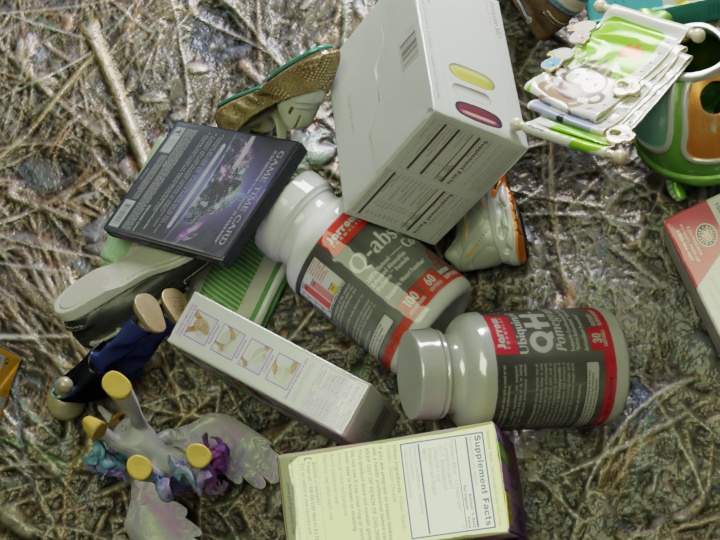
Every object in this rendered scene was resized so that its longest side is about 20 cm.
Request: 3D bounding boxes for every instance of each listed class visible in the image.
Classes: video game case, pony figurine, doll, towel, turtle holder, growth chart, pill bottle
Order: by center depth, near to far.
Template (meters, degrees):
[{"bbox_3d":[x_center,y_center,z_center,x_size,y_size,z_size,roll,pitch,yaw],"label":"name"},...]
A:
[{"bbox_3d":[0.223,-0.176,1.519,0.144,0.018,0.200,16,54,33],"label":"growth chart"},{"bbox_3d":[0.138,0.092,1.528,0.198,0.111,0.112,-2,71,-16],"label":"pill bottle"},{"bbox_3d":[0.324,-0.174,1.585,0.139,0.132,0.187,-3,47,19],"label":"turtle holder"},{"bbox_3d":[-0.185,0.183,1.586,0.193,0.200,0.167,39,78,4],"label":"pony figurine"},{"bbox_3d":[0.000,0.000,1.614,0.199,0.116,0.116,38,84,15],"label":"pill bottle"},{"bbox_3d":[-0.244,0.092,1.642,0.200,0.136,0.049,-41,73,33],"label":"doll"},{"bbox_3d":[-0.157,-0.080,1.653,0.199,0.019,0.144,14,65,45],"label":"video game case"},{"bbox_3d":[-0.157,-0.036,1.716,0.198,0.023,0.154,23,79,19],"label":"towel"}]

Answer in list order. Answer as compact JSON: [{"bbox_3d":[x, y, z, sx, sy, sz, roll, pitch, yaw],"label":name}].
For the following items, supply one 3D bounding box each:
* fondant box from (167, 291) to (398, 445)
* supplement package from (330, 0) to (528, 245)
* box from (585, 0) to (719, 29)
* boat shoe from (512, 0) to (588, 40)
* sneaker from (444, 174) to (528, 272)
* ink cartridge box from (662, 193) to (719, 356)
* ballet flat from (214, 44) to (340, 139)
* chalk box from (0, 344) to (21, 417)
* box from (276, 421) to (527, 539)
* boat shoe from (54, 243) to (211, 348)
[{"bbox_3d":[-0.071,0.104,1.589,0.199,0.144,0.059,26,81,18],"label":"fondant box"},{"bbox_3d":[0.060,-0.159,1.589,0.156,0.110,0.202,-46,38,39],"label":"supplement package"},{"bbox_3d":[0.323,-0.294,1.672,0.198,0.049,0.083,-11,72,9],"label":"box"},{"bbox_3d":[0.154,-0.315,1.698,0.073,0.072,0.201,-50,47,25],"label":"boat shoe"},{"bbox_3d":[0.102,-0.093,1.651,0.091,0.076,0.202,-15,70,12],"label":"sneaker"},{"bbox_3d":[0.403,-0.018,1.555,0.198,0.083,0.148,-25,70,4],"label":"ink cartridge box"},{"bbox_3d":[-0.077,-0.166,1.674,0.070,0.199,0.066,-13,84,-36],"label":"ballet flat"},{"bbox_3d":[-0.472,0.109,1.687,0.198,0.125,0.125,12,76,16],"label":"chalk box"},{"bbox_3d":[0.042,0.209,1.514,0.198,0.176,0.098,-9,77,10],"label":"box"},{"bbox_3d":[-0.208,0.011,1.668,0.199,0.061,0.074,-31,32,-2],"label":"boat shoe"}]
